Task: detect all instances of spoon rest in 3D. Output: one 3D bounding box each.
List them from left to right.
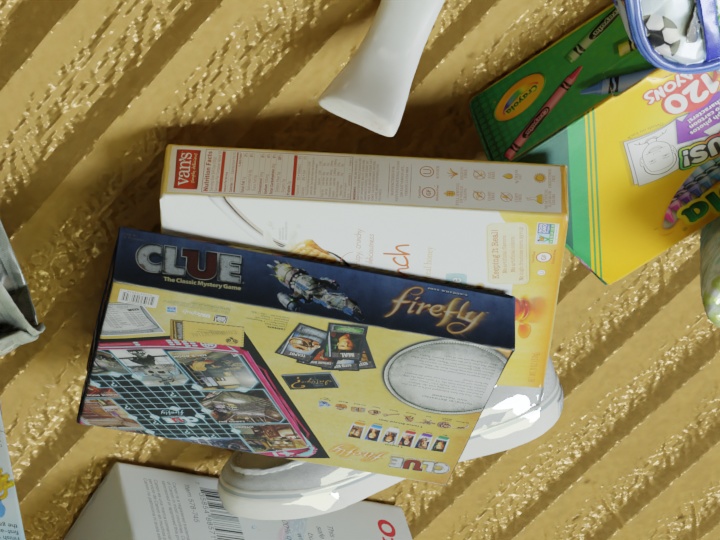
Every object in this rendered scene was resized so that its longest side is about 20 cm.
[{"bbox_3d":[0.032,-0.157,1.117,0.099,0.061,0.201,25,129,3],"label":"spoon rest"}]

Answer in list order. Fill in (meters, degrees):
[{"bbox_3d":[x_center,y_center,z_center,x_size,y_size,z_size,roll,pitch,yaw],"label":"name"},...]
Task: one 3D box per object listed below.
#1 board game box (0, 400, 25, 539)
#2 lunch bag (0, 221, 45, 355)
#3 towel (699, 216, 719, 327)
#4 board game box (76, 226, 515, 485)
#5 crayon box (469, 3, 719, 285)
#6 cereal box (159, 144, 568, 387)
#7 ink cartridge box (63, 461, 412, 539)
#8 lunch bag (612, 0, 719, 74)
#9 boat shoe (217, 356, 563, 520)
[{"bbox_3d":[-0.232,0.167,1.262,0.104,0.201,0.103,7,133,-25],"label":"board game box"},{"bbox_3d":[-0.247,0.002,1.147,0.163,0.118,0.200,-18,144,-1],"label":"lunch bag"},{"bbox_3d":[0.258,-0.049,1.252,0.199,0.171,0.048,-34,93,13],"label":"towel"},{"bbox_3d":[-0.035,0.046,1.246,0.199,0.035,0.136,10,144,-9],"label":"board game box"},{"bbox_3d":[0.170,-0.090,1.242,0.199,0.058,0.119,-34,136,16],"label":"crayon box"},{"bbox_3d":[0.000,0.000,1.244,0.199,0.040,0.144,2,142,1],"label":"cereal box"},{"bbox_3d":[-0.070,0.220,1.419,0.199,0.146,0.145,12,130,-29],"label":"ink cartridge box"},{"bbox_3d":[0.169,-0.185,1.091,0.159,0.076,0.201,-15,118,-2],"label":"lunch bag"},{"bbox_3d":[0.012,0.079,1.364,0.199,0.072,0.069,-15,117,5],"label":"boat shoe"}]
